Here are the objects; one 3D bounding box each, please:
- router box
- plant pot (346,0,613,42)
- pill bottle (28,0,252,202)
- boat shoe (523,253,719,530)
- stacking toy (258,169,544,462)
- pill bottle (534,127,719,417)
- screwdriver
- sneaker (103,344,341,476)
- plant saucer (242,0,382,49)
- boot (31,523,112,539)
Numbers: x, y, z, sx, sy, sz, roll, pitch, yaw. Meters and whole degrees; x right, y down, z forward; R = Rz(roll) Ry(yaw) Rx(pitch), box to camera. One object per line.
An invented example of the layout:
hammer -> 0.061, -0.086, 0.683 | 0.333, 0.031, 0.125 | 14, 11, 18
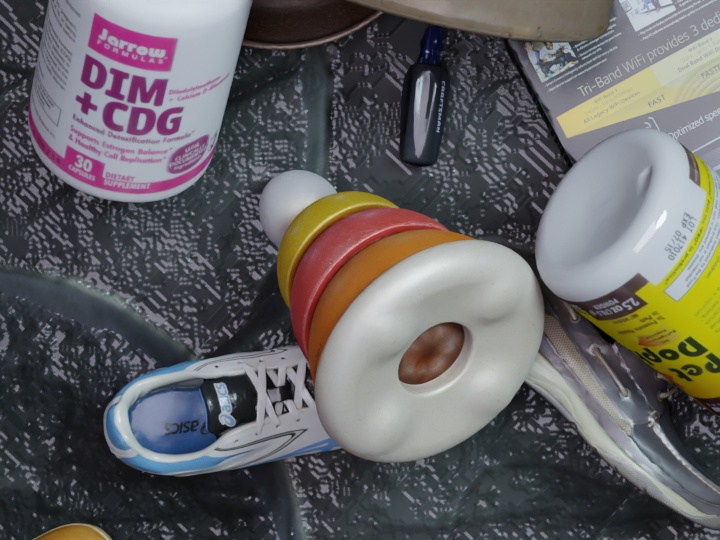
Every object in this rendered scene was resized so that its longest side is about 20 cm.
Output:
router box -> 0.201, -0.122, 1.724 | 0.199, 0.052, 0.158 | -28, 86, 3
plant pot -> 0.060, -0.234, 1.612 | 0.199, 0.200, 0.175 | 15, 106, 5
pill bottle -> -0.121, -0.144, 1.668 | 0.113, 0.200, 0.114 | 8, 46, -9
boat shoe -> 0.150, 0.068, 1.713 | 0.200, 0.074, 0.073 | 42, 92, 3
stacking toy -> 0.000, 0.000, 1.688 | 0.146, 0.146, 0.200 | -43, 48, 2
pill bottle -> 0.200, 0.014, 1.660 | 0.200, 0.109, 0.109 | 35, 91, -29
screwdriver -> 0.049, -0.161, 1.751 | 0.029, 0.028, 0.201 | 11, 88, -26
sneaker -> -0.053, 0.078, 1.729 | 0.199, 0.072, 0.072 | -15, 86, 3
plant saucer -> -0.046, -0.230, 1.754 | 0.199, 0.037, 0.202 | 0, 88, 4
boot -> -0.226, 0.227, 1.702 | 0.201, 0.144, 0.071 | -42, 87, 2
